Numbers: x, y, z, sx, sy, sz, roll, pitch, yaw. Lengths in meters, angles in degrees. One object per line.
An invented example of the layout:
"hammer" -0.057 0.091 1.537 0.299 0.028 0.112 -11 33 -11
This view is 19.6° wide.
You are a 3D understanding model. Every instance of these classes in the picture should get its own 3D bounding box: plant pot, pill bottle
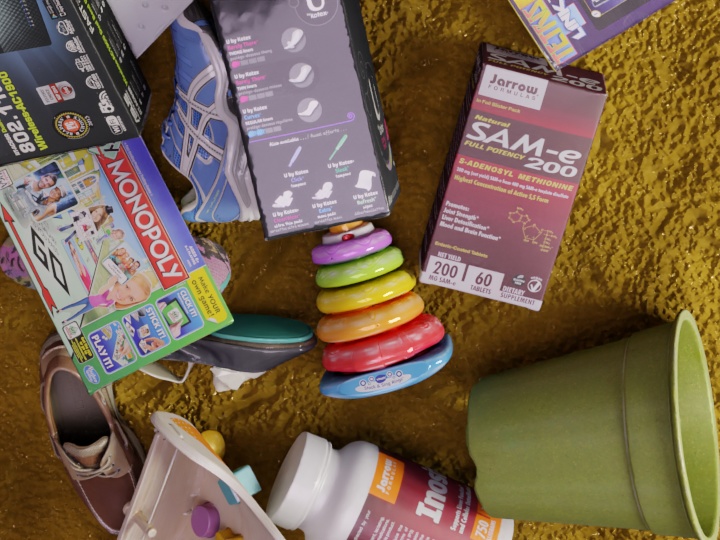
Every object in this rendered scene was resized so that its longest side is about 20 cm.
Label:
"plant pot" 0.195 0.143 1.772 0.190 0.200 0.200 -7 114 17
"pill bottle" 0.024 0.219 1.835 0.200 0.113 0.113 24 112 -10

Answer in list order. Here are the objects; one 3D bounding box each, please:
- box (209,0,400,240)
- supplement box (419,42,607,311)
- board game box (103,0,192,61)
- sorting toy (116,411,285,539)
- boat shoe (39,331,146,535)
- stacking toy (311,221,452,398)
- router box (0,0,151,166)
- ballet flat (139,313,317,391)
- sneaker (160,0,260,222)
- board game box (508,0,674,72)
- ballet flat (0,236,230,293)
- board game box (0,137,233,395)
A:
"box" -0.041 -0.139 1.656 0.106 0.122 0.200 -12 101 7
"supplement box" 0.125 -0.077 1.732 0.109 0.061 0.200 13 112 -4
"board game box" -0.264 -0.221 1.652 0.200 0.026 0.200 33 127 -23
"sorting toy" -0.124 0.248 1.807 0.107 0.180 0.200 -5 126 -47
"boat shoe" -0.239 0.152 1.834 0.076 0.072 0.200 -16 112 8
"stacking toy" 0.000 0.000 1.759 0.116 0.110 0.200 -15 98 6
"router box" -0.271 -0.180 1.630 0.150 0.062 0.200 -10 131 16
"ballet flat" -0.137 0.066 1.796 0.200 0.073 0.073 8 114 6
"sneaker" -0.130 -0.125 1.707 0.077 0.076 0.200 -13 112 2
"board game box" 0.171 -0.283 1.643 0.165 0.057 0.200 -29 110 15
"ballet flat" -0.210 -0.001 1.767 0.200 0.071 0.069 5 114 0
"board game box" -0.209 -0.017 1.721 0.134 0.029 0.200 -27 88 -9
